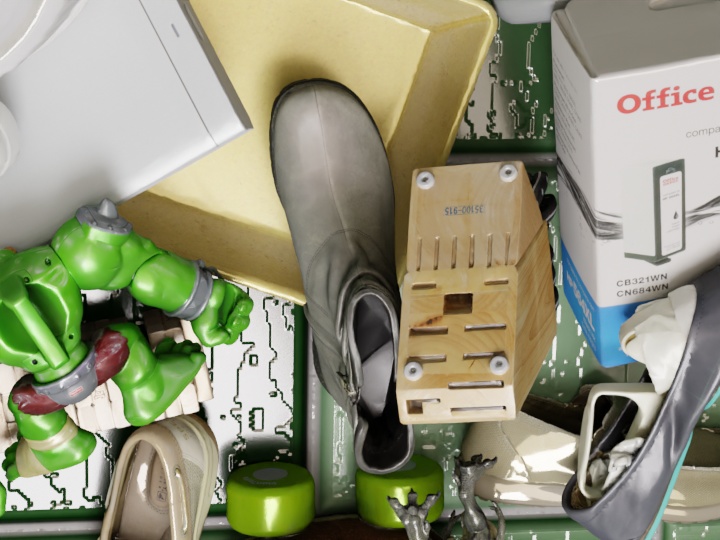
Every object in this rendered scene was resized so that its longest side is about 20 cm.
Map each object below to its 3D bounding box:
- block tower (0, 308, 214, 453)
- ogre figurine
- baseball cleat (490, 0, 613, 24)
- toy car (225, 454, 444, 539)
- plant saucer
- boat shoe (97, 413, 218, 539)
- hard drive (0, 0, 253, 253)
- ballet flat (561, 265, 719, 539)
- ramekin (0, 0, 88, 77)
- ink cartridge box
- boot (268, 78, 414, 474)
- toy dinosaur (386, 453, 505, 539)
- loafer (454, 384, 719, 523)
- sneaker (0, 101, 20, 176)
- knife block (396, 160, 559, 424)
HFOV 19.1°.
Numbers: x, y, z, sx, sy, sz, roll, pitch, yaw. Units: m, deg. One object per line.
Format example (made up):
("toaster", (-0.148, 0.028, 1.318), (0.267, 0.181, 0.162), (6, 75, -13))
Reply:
("block tower", (-0.188, 0.068, 1.246), (0.198, 0.054, 0.058), (-13, 104, -6))
("ogre figurine", (-0.164, 0.042, 1.164), (0.199, 0.098, 0.120), (-25, 122, 9))
("baseball cleat", (0.176, -0.145, 1.246), (0.198, 0.070, 0.107), (-10, 111, -3))
("toy car", (-0.004, 0.217, 1.235), (0.156, 0.200, 0.166), (-3, 104, -8))
("plant saucer", (-0.047, -0.093, 1.233), (0.199, 0.048, 0.201), (18, 101, -13))
("boat shoe", (-0.129, 0.184, 1.265), (0.072, 0.065, 0.202), (13, 101, 18))
("hard drive", (-0.176, -0.089, 1.187), (0.199, 0.027, 0.133), (-28, 91, 13))
("ballet flat", (0.169, 0.067, 1.213), (0.073, 0.073, 0.201), (19, 111, -13))
("ramekin", (-0.227, -0.181, 1.093), (0.200, 0.094, 0.204), (-1, 114, -2))
("ink cartridge box", (0.191, -0.059, 1.228), (0.145, 0.085, 0.201), (-11, 127, -5))
("boot", (0.000, 0.000, 1.170), (0.067, 0.131, 0.202), (-11, 105, -6))
("toy dinosaur", (0.050, 0.158, 1.205), (0.047, 0.200, 0.089), (-2, 105, 20))
("loafer", (0.158, 0.107, 1.299), (0.198, 0.076, 0.069), (1, 109, -9))
("sneaker", (-0.288, -0.059, 1.150), (0.198, 0.085, 0.073), (-3, 118, 23))
("knife block", (0.075, 0.025, 1.204), (0.063, 0.201, 0.176), (-4, 149, 15))
